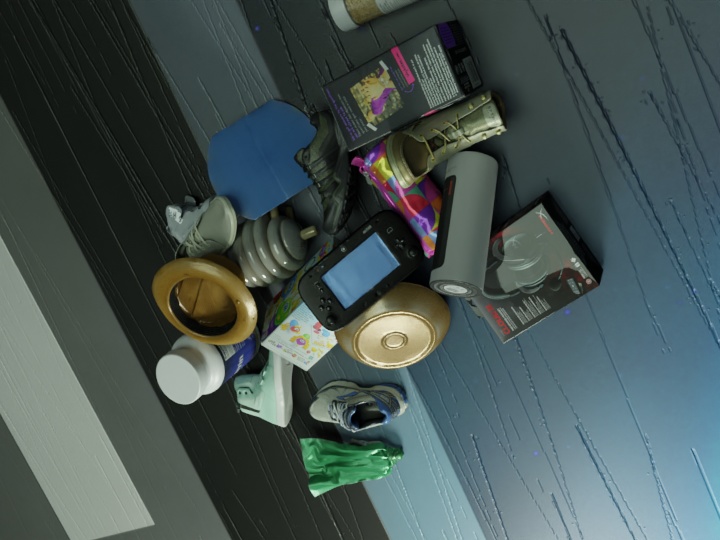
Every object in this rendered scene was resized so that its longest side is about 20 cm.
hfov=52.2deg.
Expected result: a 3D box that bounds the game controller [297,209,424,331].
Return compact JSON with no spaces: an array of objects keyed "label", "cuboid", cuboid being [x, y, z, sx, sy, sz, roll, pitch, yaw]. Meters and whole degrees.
[{"label":"game controller","cuboid":[0.000,0.000,1.130,0.199,0.042,0.105,-39,102,3]}]

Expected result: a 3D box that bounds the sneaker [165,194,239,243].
[{"label":"sneaker","cuboid":[-0.284,-0.109,1.328,0.114,0.075,0.201,37,123,5]}]

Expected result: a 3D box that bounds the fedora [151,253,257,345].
[{"label":"fedora","cuboid":[-0.250,0.036,1.231,0.196,0.083,0.203,10,133,11]}]

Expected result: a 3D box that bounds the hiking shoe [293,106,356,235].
[{"label":"hiking shoe","cuboid":[-0.057,-0.160,1.188,0.098,0.076,0.205,5,92,12]}]

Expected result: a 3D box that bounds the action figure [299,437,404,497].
[{"label":"action figure","cuboid":[-0.010,0.359,1.387,0.196,0.055,0.121,-11,103,20]}]

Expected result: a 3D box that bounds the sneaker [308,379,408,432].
[{"label":"sneaker","cuboid":[-0.017,0.249,1.331,0.196,0.085,0.079,-11,104,28]}]

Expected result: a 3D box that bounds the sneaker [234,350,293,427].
[{"label":"sneaker","cuboid":[-0.191,0.200,1.396,0.116,0.074,0.205,10,115,14]}]

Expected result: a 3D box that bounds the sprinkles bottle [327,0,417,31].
[{"label":"sprinkles bottle","cuboid":[0.049,-0.414,1.067,0.196,0.068,0.070,-13,103,27]}]

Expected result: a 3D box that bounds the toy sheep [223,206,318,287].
[{"label":"toy sheep","cuboid":[-0.158,-0.042,1.268,0.197,0.138,0.140,-22,99,28]}]

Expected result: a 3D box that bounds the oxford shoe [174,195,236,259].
[{"label":"oxford shoe","cuboid":[-0.264,-0.053,1.246,0.200,0.057,0.076,-44,71,46]}]

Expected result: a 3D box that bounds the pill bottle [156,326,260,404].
[{"label":"pill bottle","cuboid":[-0.278,0.155,1.351,0.113,0.200,0.118,9,113,21]}]

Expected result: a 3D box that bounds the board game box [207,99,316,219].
[{"label":"board game box","cuboid":[-0.159,-0.185,1.240,0.198,0.039,0.160,-31,84,-2]}]

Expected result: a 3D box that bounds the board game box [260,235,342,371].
[{"label":"board game box","cuboid":[-0.070,0.059,1.257,0.104,0.104,0.200,32,124,-23]}]

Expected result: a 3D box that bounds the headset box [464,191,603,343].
[{"label":"headset box","cuboid":[0.244,0.002,1.125,0.199,0.077,0.150,-35,92,29]}]

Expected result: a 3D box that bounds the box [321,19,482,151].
[{"label":"box","cuboid":[0.063,-0.271,1.082,0.197,0.122,0.108,-20,101,29]}]

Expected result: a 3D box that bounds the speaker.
[{"label":"speaker","cuboid":[0.154,-0.069,1.081,0.079,0.081,0.205,3,73,23]}]

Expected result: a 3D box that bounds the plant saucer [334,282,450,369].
[{"label":"plant saucer","cuboid":[0.054,0.103,1.209,0.195,0.036,0.203,-3,134,-3]}]

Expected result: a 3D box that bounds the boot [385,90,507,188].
[{"label":"boot","cuboid":[0.125,-0.191,1.039,0.152,0.200,0.073,-18,107,27]}]

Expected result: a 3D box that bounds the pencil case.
[{"label":"pencil case","cuboid":[0.076,-0.116,1.155,0.201,0.088,0.088,49,120,1]}]
